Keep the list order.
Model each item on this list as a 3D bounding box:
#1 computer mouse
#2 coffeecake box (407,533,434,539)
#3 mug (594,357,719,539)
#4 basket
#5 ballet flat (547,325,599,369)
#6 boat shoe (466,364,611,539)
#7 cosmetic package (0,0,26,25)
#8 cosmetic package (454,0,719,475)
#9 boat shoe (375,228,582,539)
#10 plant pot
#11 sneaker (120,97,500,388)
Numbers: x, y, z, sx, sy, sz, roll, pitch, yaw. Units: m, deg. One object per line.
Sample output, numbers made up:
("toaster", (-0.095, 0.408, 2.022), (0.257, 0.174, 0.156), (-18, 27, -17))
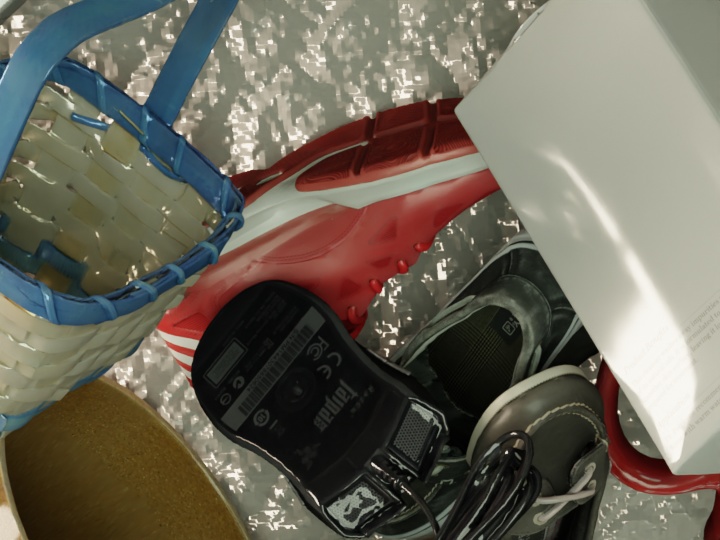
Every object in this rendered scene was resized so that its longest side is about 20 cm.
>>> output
("computer mouse", (-0.015, 0.098, 1.276), (0.141, 0.200, 0.046), (-55, 139, -2))
("coffeecake box", (0.029, 0.224, 1.335), (0.073, 0.200, 0.154), (-14, 102, 2))
("mug", (0.204, 0.035, 1.303), (0.177, 0.133, 0.201), (-6, 113, -21))
("basket", (-0.126, -0.040, 1.246), (0.139, 0.176, 0.200), (40, 120, 10))
("ballet flat", (0.120, -0.025, 1.350), (0.068, 0.068, 0.201), (16, 102, -12))
("boat shoe", (0.084, 0.105, 1.319), (0.067, 0.200, 0.057), (-26, 66, -15))
("cosmetic package", (-0.146, -0.173, 1.296), (0.200, 0.108, 0.085), (-43, 97, 7))
("cosmetic package", (0.137, -0.027, 1.235), (0.113, 0.081, 0.200), (-46, 58, 33))
("boat shoe", (0.034, 0.057, 1.327), (0.072, 0.071, 0.200), (41, 132, 13))
("plant pot", (-0.170, 0.171, 1.348), (0.200, 0.186, 0.187), (-34, 101, 21))
("sneaker", (0.000, 0.000, 1.360), (0.199, 0.078, 0.116), (-16, 111, 16))
